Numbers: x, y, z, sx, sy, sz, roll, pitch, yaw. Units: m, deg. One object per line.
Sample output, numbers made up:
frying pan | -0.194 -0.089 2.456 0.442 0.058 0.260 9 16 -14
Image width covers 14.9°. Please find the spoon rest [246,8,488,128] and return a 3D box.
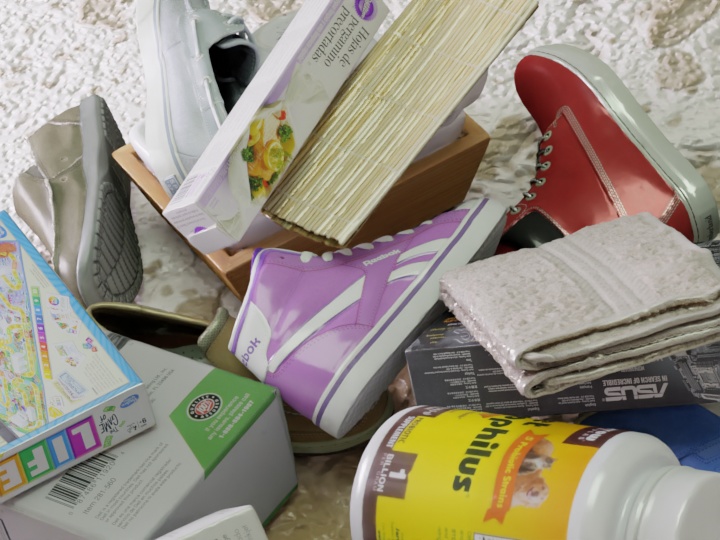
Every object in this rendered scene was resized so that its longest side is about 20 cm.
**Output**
spoon rest | -0.001 -0.124 1.749 0.200 0.061 0.099 11 42 42

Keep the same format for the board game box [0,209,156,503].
board game box | -0.222 0.053 1.595 0.134 0.034 0.200 -26 42 -16

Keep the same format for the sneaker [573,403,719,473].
sneaker | 0.197 0.132 1.512 0.200 0.077 0.111 16 38 19

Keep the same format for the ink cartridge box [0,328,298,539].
ink cartridge box | -0.161 0.113 1.603 0.200 0.084 0.146 17 48 30

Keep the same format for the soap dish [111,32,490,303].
soap dish | -0.038 -0.068 1.785 0.200 0.081 0.157 -28 44 -18

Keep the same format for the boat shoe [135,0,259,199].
boat shoe | -0.095 -0.123 1.737 0.071 0.070 0.201 -21 46 15

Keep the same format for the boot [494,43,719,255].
boot | 0.116 -0.060 1.756 0.144 0.073 0.200 -25 46 -14

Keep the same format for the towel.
towel | 0.123 0.014 1.512 0.132 0.035 0.200 -16 16 -8

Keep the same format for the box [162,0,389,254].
box | -0.049 -0.096 1.657 0.041 0.039 0.200 -15 36 51

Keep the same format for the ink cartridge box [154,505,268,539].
ink cartridge box | -0.129 0.216 1.448 0.200 0.116 0.067 -24 1 -15

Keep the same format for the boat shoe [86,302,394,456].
boat shoe | -0.078 0.059 1.654 0.200 0.076 0.072 7 43 18

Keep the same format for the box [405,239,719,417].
box | 0.146 0.032 1.584 0.200 0.050 0.158 -6 17 24

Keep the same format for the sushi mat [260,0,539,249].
sushi mat | 0.018 -0.100 1.653 0.096 0.012 0.200 24 69 43

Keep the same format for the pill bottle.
pill bottle | 0.101 0.135 1.477 0.200 0.109 0.109 5 42 36

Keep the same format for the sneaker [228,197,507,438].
sneaker | 0.000 0.000 1.636 0.114 0.073 0.200 34 50 15

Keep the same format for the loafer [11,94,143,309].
loafer | -0.187 -0.034 1.797 0.070 0.075 0.200 -19 36 8
